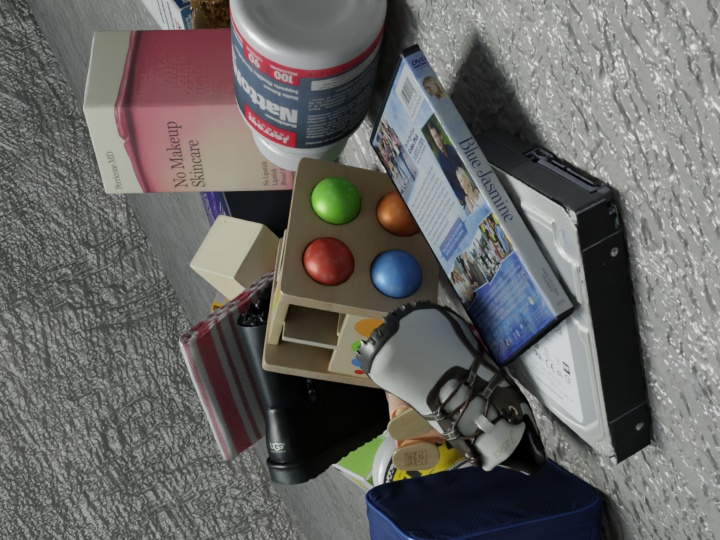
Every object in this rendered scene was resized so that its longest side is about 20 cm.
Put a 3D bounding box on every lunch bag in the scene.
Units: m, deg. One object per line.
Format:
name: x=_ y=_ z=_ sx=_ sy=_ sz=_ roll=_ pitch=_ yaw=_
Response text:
lunch bag: x=0.108 y=0.242 z=0.898 sx=0.136 sy=0.196 sz=0.135 roll=-153 pitch=58 yaw=-69

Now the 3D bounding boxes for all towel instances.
towel: x=-0.086 y=0.074 z=1.084 sx=0.030 sy=0.199 sz=0.148 roll=16 pitch=133 yaw=43

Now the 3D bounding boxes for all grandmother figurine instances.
grandmother figurine: x=0.041 y=0.104 z=1.055 sx=0.201 sy=0.059 sz=0.123 roll=-98 pitch=8 yaw=-57

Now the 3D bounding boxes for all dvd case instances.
dvd case: x=0.069 y=-0.038 z=0.758 sx=0.202 sy=0.017 sz=0.143 roll=61 pitch=165 yaw=11

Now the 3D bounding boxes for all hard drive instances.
hard drive: x=0.130 y=0.016 z=0.744 sx=0.140 sy=0.037 sz=0.203 roll=43 pitch=153 yaw=54

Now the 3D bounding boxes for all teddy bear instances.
teddy bear: x=-0.152 y=-0.319 z=1.137 sx=0.145 sy=0.066 sz=0.203 roll=-29 pitch=80 yaw=66

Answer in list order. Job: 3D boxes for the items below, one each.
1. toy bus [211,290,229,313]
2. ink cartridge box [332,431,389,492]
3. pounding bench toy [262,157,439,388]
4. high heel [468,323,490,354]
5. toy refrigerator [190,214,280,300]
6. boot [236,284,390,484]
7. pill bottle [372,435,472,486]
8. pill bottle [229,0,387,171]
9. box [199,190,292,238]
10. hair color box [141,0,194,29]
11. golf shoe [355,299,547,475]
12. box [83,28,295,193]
toy bus: x=-0.076 y=0.059 z=1.264 sx=0.064 sy=0.079 sz=0.199 roll=12 pitch=164 yaw=42
ink cartridge box: x=0.003 y=0.197 z=1.241 sx=0.199 sy=0.076 sz=0.148 roll=38 pitch=169 yaw=-12
pounding bench toy: x=-0.004 y=-0.030 z=0.927 sx=0.157 sy=0.122 sz=0.203 roll=110 pitch=168 yaw=-59
high heel: x=0.067 y=0.092 z=0.963 sx=0.068 sy=0.095 sz=0.200 roll=62 pitch=165 yaw=5
toy refrigerator: x=-0.079 y=0.025 z=1.150 sx=0.075 sy=0.071 sz=0.200 roll=13 pitch=157 yaw=44
boot: x=-0.037 y=0.089 z=1.059 sx=0.075 sy=0.199 sz=0.171 roll=-1 pitch=104 yaw=32
pill bottle: x=0.086 y=0.217 z=1.068 sx=0.116 sy=0.113 sz=0.200 roll=67 pitch=164 yaw=-11
pill bottle: x=-0.045 y=-0.166 z=0.889 sx=0.121 sy=0.118 sz=0.201 roll=59 pitch=164 yaw=18
box: x=-0.119 y=-0.084 z=1.266 sx=0.200 sy=0.103 sz=0.150 roll=116 pitch=135 yaw=-71
hair color box: x=-0.221 y=-0.335 z=1.322 sx=0.201 sy=0.060 sz=0.101 roll=54 pitch=162 yaw=35
golf shoe: x=0.078 y=0.090 z=0.803 sx=0.199 sy=0.078 sz=0.095 roll=32 pitch=-166 yaw=-45
box: x=-0.163 y=-0.158 z=1.097 sx=0.129 sy=0.196 sz=0.110 roll=90 pitch=178 yaw=-54
